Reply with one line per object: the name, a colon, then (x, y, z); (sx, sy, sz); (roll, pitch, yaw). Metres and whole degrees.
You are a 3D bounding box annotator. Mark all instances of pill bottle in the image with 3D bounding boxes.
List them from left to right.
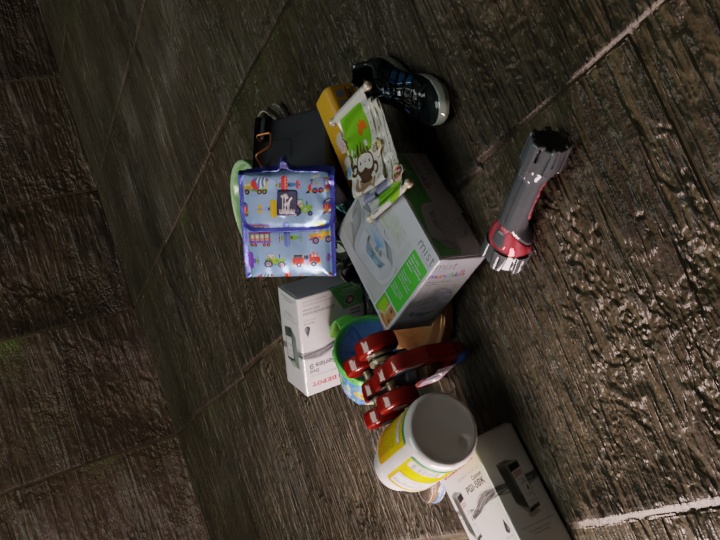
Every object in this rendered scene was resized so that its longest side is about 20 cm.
pill bottle: (0.088, 0.265, 1.328); (0.114, 0.112, 0.200); (65, 154, 18)

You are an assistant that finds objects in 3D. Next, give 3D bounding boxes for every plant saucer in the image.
plant saucer: (0.079, 0.050, 1.465); (0.200, 0.032, 0.203); (26, 121, 54)

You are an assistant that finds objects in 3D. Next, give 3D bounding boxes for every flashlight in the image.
flashlight: (0.212, -0.088, 1.127); (0.068, 0.067, 0.201); (-84, 9, -49)

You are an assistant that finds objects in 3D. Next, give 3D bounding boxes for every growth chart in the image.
growth chart: (0.010, -0.173, 1.313); (0.145, 0.018, 0.202); (-47, 56, 50)

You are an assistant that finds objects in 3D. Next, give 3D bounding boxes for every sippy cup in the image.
sippy cup: (0.015, 0.170, 1.579); (0.131, 0.138, 0.180); (97, 172, -56)

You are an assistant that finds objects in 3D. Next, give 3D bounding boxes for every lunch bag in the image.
lunch bag: (-0.113, -0.094, 1.411); (0.095, 0.148, 0.202); (-93, 2, -51)

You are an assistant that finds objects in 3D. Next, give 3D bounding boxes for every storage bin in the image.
storage bin: (-0.100, -0.186, 1.506); (0.146, 0.133, 0.202); (50, -150, -49)

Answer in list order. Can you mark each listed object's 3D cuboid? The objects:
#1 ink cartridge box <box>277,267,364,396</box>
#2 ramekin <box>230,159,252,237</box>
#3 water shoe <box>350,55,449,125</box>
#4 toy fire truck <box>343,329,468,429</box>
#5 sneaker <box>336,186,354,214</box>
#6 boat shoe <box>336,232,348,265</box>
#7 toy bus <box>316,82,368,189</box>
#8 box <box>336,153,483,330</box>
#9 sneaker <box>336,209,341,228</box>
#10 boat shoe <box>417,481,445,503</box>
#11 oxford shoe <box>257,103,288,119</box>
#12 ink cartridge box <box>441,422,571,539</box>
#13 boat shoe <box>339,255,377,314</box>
ink cartridge box: (-0.067, 0.115, 1.678); (0.084, 0.145, 0.202); (28, 129, 53)
ramekin: (-0.184, -0.135, 1.822); (0.200, 0.097, 0.202); (39, 137, 49)
water shoe: (0.054, -0.260, 1.317); (0.200, 0.078, 0.072); (40, 138, 48)
toy fire truck: (0.076, 0.153, 1.364); (0.113, 0.166, 0.200); (66, 158, 17)
sneaker: (-0.044, -0.130, 1.576); (0.200, 0.079, 0.078); (48, 143, 41)
boat shoe: (-0.050, -0.037, 1.638); (0.199, 0.070, 0.073); (13, 120, 59)
toy bus: (0.002, -0.203, 1.447); (0.202, 0.078, 0.065); (68, 153, 13)
box: (0.073, -0.043, 1.342); (0.177, 0.096, 0.201); (-56, 51, 44)
sneaker: (-0.089, -0.121, 1.665); (0.200, 0.089, 0.067); (-124, 23, -52)
boat shoe: (0.102, 0.320, 1.538); (0.072, 0.072, 0.202); (29, 128, 55)
oxford shoe: (-0.146, -0.241, 1.739); (0.201, 0.057, 0.075); (60, 146, 21)
ink cartridge box: (0.211, 0.353, 1.333); (0.201, 0.082, 0.147); (63, 151, 21)
boat shoe: (0.000, 0.002, 1.468); (0.075, 0.065, 0.200); (80, 165, -51)
